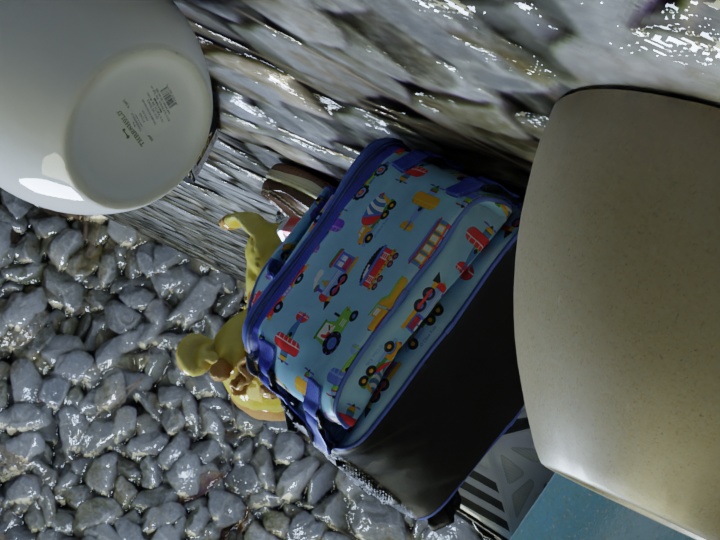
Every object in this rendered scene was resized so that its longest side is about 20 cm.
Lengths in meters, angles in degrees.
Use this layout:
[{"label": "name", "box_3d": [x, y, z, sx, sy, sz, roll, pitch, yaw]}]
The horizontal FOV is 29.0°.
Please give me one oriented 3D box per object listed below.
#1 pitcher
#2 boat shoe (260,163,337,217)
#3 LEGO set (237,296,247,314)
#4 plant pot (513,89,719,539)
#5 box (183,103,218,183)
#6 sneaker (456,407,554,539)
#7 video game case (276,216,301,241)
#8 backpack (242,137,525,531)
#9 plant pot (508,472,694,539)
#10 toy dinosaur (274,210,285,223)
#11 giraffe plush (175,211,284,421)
[{"label": "pitcher", "box_3d": [-0.170, -0.121, 0.664, 0.200, 0.121, 0.172, 35, 167, 38]}, {"label": "boat shoe", "box_3d": [0.001, 0.000, 1.059, 0.202, 0.075, 0.075, 35, 173, -5]}, {"label": "LEGO set", "box_3d": [-0.055, 0.047, 1.906, 0.199, 0.116, 0.154, 20, 144, 15]}, {"label": "plant pot", "box_3d": [0.140, 0.035, 0.548, 0.200, 0.135, 0.200, 25, 174, 3]}, {"label": "box", "box_3d": [-0.196, -0.131, 0.951, 0.200, 0.050, 0.199, 26, 174, -3]}, {"label": "sneaker", "box_3d": [0.134, 0.142, 1.022, 0.200, 0.116, 0.076, 2, -176, -24]}, {"label": "video game case", "box_3d": [0.049, 0.025, 0.968, 0.200, 0.017, 0.143, 6, 138, 35]}, {"label": "backpack", "box_3d": [0.014, 0.015, 0.786, 0.134, 0.183, 0.200, 39, 179, -35]}, {"label": "plant pot", "box_3d": [0.213, 0.209, 0.927, 0.196, 0.196, 0.200, 5, -148, -51]}, {"label": "toy dinosaur", "box_3d": [-0.033, -0.013, 1.276, 0.136, 0.102, 0.200, 44, -173, -21]}, {"label": "giraffe plush", "box_3d": [-0.055, 0.052, 1.122, 0.172, 0.162, 0.200, -2, 138, 30]}]
